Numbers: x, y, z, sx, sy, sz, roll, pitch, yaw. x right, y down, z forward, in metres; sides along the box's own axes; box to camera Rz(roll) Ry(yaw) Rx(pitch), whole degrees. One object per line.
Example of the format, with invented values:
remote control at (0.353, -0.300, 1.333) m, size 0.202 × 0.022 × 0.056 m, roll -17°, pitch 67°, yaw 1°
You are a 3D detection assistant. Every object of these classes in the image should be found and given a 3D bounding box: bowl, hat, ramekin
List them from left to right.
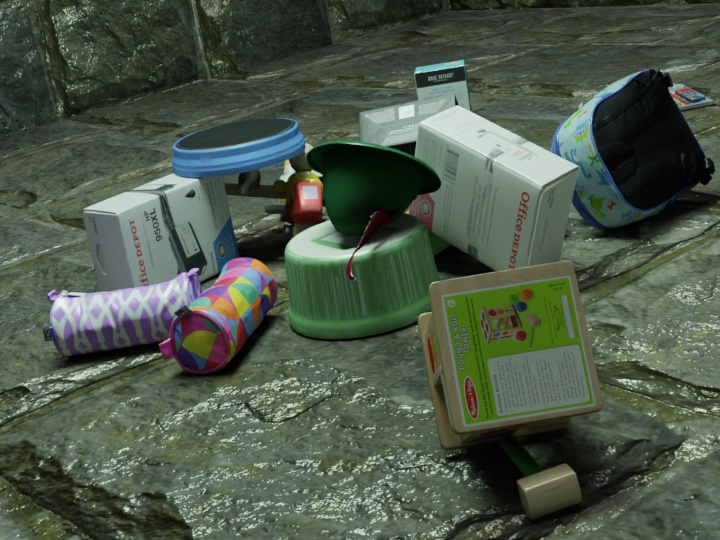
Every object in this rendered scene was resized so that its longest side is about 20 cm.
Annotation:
bowl at (-0.180, -0.183, 1.782) m, size 0.197 × 0.040 × 0.201 m, roll -8°, pitch 18°, yaw 3°
hat at (-0.003, -0.045, 1.447) m, size 0.164 × 0.179 × 0.199 m, roll 0°, pitch -17°, yaw 35°
ramekin at (0.000, 0.000, 1.496) m, size 0.197 × 0.099 × 0.200 m, roll -10°, pitch 18°, yaw 3°

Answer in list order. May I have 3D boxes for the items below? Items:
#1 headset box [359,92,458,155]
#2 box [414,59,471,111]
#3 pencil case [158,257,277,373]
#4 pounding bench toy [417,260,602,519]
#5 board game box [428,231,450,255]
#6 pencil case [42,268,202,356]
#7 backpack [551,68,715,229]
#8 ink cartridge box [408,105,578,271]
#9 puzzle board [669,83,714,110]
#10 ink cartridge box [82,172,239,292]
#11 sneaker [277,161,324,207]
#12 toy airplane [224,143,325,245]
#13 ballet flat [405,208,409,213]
headset box at (0.096, -0.165, 1.825) m, size 0.147 × 0.201 × 0.078 m, roll -9°, pitch 58°, yaw 14°
box at (0.141, -0.227, 1.940) m, size 0.081 × 0.203 × 0.049 m, roll -7°, pitch 18°, yaw 8°
pencil case at (-0.166, 0.052, 1.466) m, size 0.087 × 0.090 × 0.200 m, roll -4°, pitch 17°, yaw 18°
pounding bench toy at (0.130, 0.115, 1.056) m, size 0.122 × 0.203 × 0.156 m, roll -9°, pitch -14°, yaw -4°
board game box at (0.114, -0.069, 1.675) m, size 0.199 × 0.029 × 0.134 m, roll -31°, pitch 19°, yaw -22°
pencil case at (-0.292, 0.053, 1.526) m, size 0.197 × 0.087 × 0.084 m, roll -8°, pitch 6°, yaw 3°
backpack at (0.348, -0.151, 1.644) m, size 0.199 × 0.185 × 0.146 m, roll -31°, pitch 4°, yaw -40°
ink cartridge box at (0.162, -0.095, 1.520) m, size 0.199 × 0.148 × 0.082 m, roll 32°, pitch 43°, yaw 32°
puzzle board at (0.563, -0.324, 2.300) m, size 0.148 × 0.018 × 0.200 m, roll -11°, pitch 17°, yaw 0°
ink cartridge box at (-0.278, -0.046, 1.721) m, size 0.083 × 0.147 × 0.199 m, roll 6°, pitch 25°, yaw 41°
sneaker at (-0.091, -0.139, 2.047) m, size 0.086 × 0.077 × 0.201 m, roll 4°, pitch 23°, yaw -1°
toy airplane at (-0.088, -0.123, 1.848) m, size 0.197 × 0.143 × 0.199 m, roll 12°, pitch 15°, yaw 35°
ballet flat at (0.064, -0.102, 1.772) m, size 0.198 × 0.071 × 0.071 m, roll -25°, pitch 20°, yaw -8°
